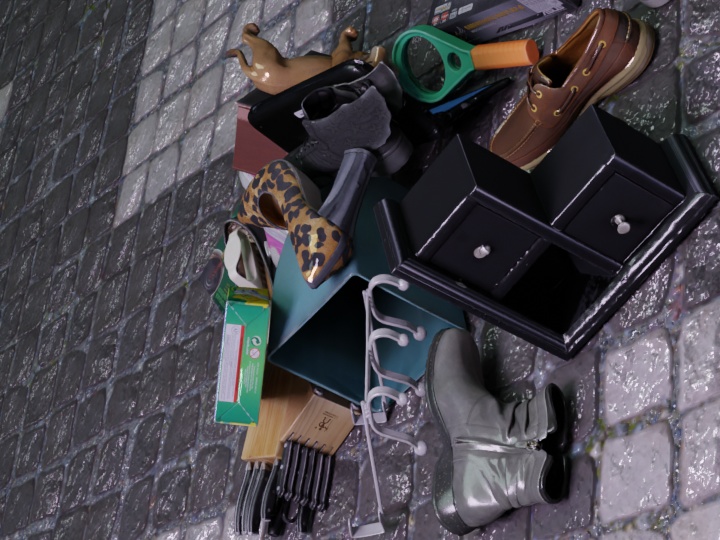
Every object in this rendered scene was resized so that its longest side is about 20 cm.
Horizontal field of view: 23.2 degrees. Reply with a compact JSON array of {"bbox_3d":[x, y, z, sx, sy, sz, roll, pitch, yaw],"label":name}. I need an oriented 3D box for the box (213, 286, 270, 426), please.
[{"bbox_3d":[-0.115,0.078,1.713,0.200,0.048,0.119,-118,35,-86],"label":"box"}]

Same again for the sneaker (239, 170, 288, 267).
[{"bbox_3d":[-0.077,-0.048,1.890,0.200,0.081,0.089,53,135,38],"label":"sneaker"}]

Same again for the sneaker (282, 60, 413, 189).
[{"bbox_3d":[-0.025,-0.135,1.658,0.198,0.104,0.060,-6,48,44],"label":"sneaker"}]

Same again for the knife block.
[{"bbox_3d":[-0.080,0.172,1.790,0.176,0.064,0.201,-53,32,20],"label":"knife block"}]

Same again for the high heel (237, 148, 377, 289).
[{"bbox_3d":[-0.074,-0.033,1.649,0.199,0.071,0.144,-17,45,48],"label":"high heel"}]

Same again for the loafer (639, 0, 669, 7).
[{"bbox_3d":[0.279,-0.341,1.583,0.072,0.062,0.202,1,70,58],"label":"loafer"}]

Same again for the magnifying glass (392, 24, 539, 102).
[{"bbox_3d":[0.104,-0.214,1.781,0.199,0.022,0.080,0,113,49],"label":"magnifying glass"}]

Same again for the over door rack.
[{"bbox_3d":[0.027,0.124,1.596,0.149,0.066,0.201,-88,3,-45],"label":"over door rack"}]

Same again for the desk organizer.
[{"bbox_3d":[-0.067,-0.170,1.922,0.200,0.071,0.078,-45,-32,-57],"label":"desk organizer"}]

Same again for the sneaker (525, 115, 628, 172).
[{"bbox_3d":[0.162,-0.070,1.572,0.201,0.067,0.090,-56,36,22],"label":"sneaker"}]

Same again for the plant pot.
[{"bbox_3d":[0.000,0.000,1.715,0.141,0.140,0.201,-44,34,32],"label":"plant pot"}]

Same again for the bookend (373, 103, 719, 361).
[{"bbox_3d":[0.152,-0.055,1.449,0.200,0.197,0.093,-49,32,25],"label":"bookend"}]

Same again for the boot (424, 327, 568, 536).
[{"bbox_3d":[0.126,0.125,1.515,0.130,0.067,0.202,-28,50,35],"label":"boot"}]

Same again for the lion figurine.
[{"bbox_3d":[-0.055,-0.211,1.860,0.197,0.073,0.123,-4,34,8],"label":"lion figurine"}]

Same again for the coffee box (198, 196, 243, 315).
[{"bbox_3d":[-0.108,-0.045,2.008,0.201,0.044,0.123,-60,31,11],"label":"coffee box"}]

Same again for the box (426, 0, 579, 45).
[{"bbox_3d":[0.156,-0.322,1.779,0.199,0.048,0.160,-11,61,55],"label":"box"}]

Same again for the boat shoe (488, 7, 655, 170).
[{"bbox_3d":[0.181,-0.169,1.613,0.200,0.067,0.073,-44,36,33],"label":"boat shoe"}]

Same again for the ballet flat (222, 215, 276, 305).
[{"bbox_3d":[-0.116,0.029,1.897,0.068,0.068,0.202,-33,58,30],"label":"ballet flat"}]

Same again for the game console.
[{"bbox_3d":[0.016,-0.171,1.752,0.199,0.175,0.117,-18,44,52],"label":"game console"}]
